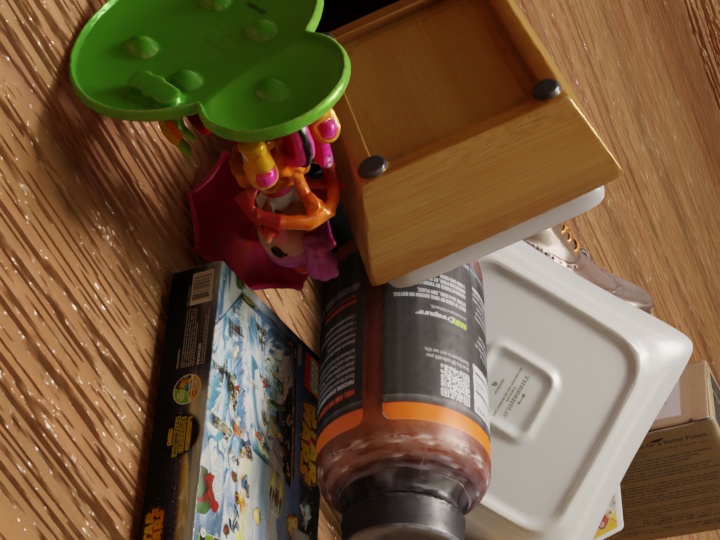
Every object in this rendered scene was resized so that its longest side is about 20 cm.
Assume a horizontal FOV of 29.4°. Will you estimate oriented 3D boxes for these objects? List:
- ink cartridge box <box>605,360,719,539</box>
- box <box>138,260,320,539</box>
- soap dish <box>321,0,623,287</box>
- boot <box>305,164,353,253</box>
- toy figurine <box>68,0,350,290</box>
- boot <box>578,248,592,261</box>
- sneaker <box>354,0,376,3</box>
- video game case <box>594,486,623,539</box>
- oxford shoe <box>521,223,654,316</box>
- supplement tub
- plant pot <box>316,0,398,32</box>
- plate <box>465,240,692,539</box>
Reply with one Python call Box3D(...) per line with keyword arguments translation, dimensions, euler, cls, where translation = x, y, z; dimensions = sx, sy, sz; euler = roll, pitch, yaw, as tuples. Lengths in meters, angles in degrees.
Box3D(translation=(0.259, 0.182, 1.304), dimensions=(0.166, 0.198, 0.076), euler=(58, 29, -36), cls="ink cartridge box")
Box3D(translation=(-0.070, 0.116, 0.798), dimensions=(0.137, 0.039, 0.202), euler=(49, 36, -48), cls="box")
Box3D(translation=(0.050, -0.095, 0.830), dimensions=(0.201, 0.156, 0.082), euler=(-110, 176, -50), cls="soap dish")
Box3D(translation=(-0.001, 0.000, 0.982), dimensions=(0.198, 0.072, 0.165), euler=(-5, 81, -70), cls="boot")
Box3D(translation=(-0.054, -0.060, 0.796), dimensions=(0.150, 0.199, 0.185), euler=(-37, 134, -17), cls="toy figurine")
Box3D(translation=(0.131, -0.018, 1.079), dimensions=(0.199, 0.069, 0.176), euler=(-10, 70, -55), cls="boot")
Box3D(translation=(0.022, -0.183, 1.145), dimensions=(0.095, 0.078, 0.203), euler=(40, 42, -70), cls="sneaker")
Box3D(translation=(0.109, 0.147, 1.019), dimensions=(0.198, 0.023, 0.185), euler=(-19, 112, -28), cls="video game case")
Box3D(translation=(0.135, -0.013, 0.992), dimensions=(0.198, 0.074, 0.071), euler=(21, 15, -15), cls="oxford shoe")
Box3D(translation=(0.025, 0.080, 0.820), dimensions=(0.107, 0.106, 0.202), euler=(51, 31, -44), cls="supplement tub")
Box3D(translation=(-0.004, -0.216, 0.999), dimensions=(0.201, 0.184, 0.188), euler=(-95, 161, -63), cls="plant pot")
Box3D(translation=(0.098, 0.083, 0.924), dimensions=(0.201, 0.198, 0.032), euler=(-59, 174, -8), cls="plate")
